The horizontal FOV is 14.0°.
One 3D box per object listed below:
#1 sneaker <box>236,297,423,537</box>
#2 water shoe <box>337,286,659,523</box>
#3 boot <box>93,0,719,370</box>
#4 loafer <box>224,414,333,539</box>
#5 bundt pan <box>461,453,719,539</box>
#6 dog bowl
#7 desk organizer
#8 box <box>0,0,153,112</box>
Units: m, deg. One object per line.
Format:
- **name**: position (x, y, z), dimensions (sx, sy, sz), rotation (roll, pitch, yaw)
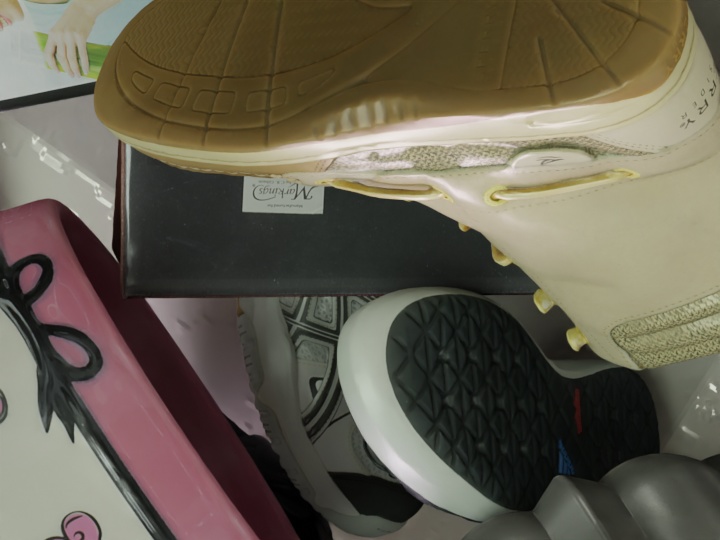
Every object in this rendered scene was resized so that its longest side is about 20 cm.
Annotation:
- **sneaker**: position (0.000, 0.000, 1.045), dimensions (0.088, 0.076, 0.200), rotation (-14, 105, 14)
- **water shoe**: position (0.031, 0.055, 0.981), dimensions (0.079, 0.200, 0.072), rotation (-8, 73, 29)
- **boot**: position (0.033, -0.030, 0.892), dimensions (0.200, 0.155, 0.073), rotation (-3, 59, 30)
- **loafer**: position (-0.032, 0.106, 1.048), dimensions (0.200, 0.072, 0.063), rotation (57, 151, 37)
- **bundt pan**: position (0.085, 0.136, 0.951), dimensions (0.202, 0.202, 0.076), rotation (-55, 41, 25)
- **dog bowl**: position (-0.083, 0.064, 0.945), dimensions (0.074, 0.200, 0.200), rotation (-34, 90, 1)
- **desk organizer**: position (0.017, -0.033, 0.974), dimensions (0.200, 0.077, 0.072), rotation (0, 100, -10)
- **box**: position (-0.080, -0.112, 1.020), dimensions (0.200, 0.117, 0.060), rotation (-9, 116, 23)
